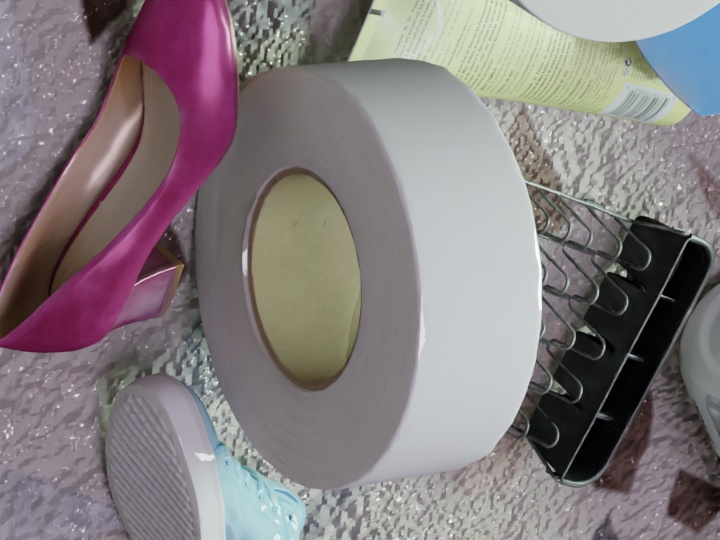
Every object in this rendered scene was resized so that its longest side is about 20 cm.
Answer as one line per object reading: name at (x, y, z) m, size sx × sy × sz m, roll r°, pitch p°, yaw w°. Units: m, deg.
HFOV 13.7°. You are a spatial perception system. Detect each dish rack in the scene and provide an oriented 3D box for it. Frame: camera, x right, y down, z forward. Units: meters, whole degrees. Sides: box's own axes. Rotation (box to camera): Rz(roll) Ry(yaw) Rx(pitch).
dish rack at (0.077, 0.021, 1.577) m, size 0.200 × 0.055 × 0.154 m, roll 18°, pitch 103°, yaw -40°

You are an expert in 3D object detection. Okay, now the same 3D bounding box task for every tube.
tube at (0.084, -0.114, 1.514) m, size 0.200 × 0.052 × 0.058 m, roll 8°, pitch 74°, yaw -35°

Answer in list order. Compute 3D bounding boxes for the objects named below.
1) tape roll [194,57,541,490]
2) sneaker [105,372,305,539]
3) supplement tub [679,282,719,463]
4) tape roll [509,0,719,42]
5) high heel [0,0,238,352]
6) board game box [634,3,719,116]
tape roll at (0.000, 0.000, 1.415) m, size 0.071 × 0.202 × 0.203 m, roll -7°, pitch 118°, yaw -32°
sneaker at (-0.071, 0.119, 1.527) m, size 0.082 × 0.074 × 0.200 m, roll -39°, pitch 137°, yaw -31°
supplement tub at (0.265, 0.097, 1.706) m, size 0.122 × 0.123 × 0.200 m, roll -38°, pitch 131°, yaw -12°
tape roll at (0.101, -0.224, 1.400) m, size 0.202 × 0.139 × 0.203 m, roll -17°, pitch 123°, yaw -28°
high heel at (-0.119, -0.051, 1.392) m, size 0.096 × 0.067 × 0.200 m, roll -15°, pitch 136°, yaw -41°
board game box at (0.212, -0.157, 1.548) m, size 0.200 × 0.039 × 0.158 m, roll -7°, pitch 81°, yaw -21°
